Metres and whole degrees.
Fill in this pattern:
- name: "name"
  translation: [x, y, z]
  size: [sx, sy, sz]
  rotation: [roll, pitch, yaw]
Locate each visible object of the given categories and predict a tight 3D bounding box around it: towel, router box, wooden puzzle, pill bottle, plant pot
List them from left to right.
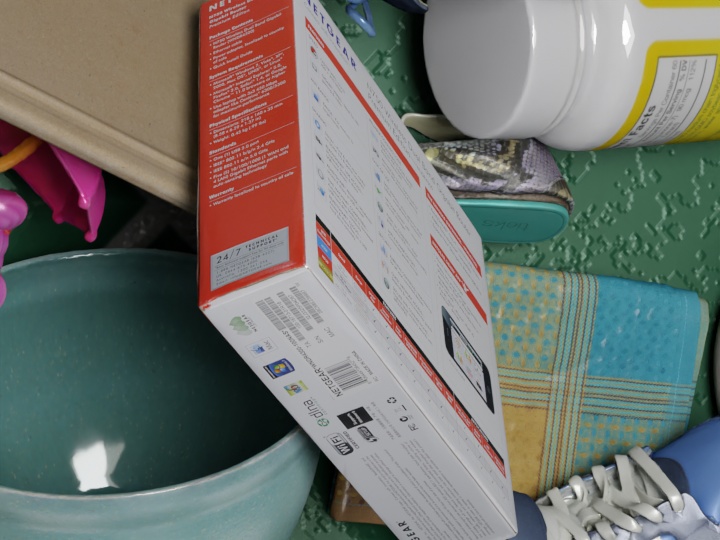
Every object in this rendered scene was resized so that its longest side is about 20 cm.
- name: "wooden puzzle"
  translation: [-0.124, -0.116, 0.834]
  size: [0.199, 0.037, 0.186]
  rotation: [31, 39, -36]
- name: "plant pot"
  translation: [-0.112, 0.097, 0.888]
  size: [0.199, 0.200, 0.135]
  rotation: [-11, 122, -21]
- name: "router box"
  translation: [0.000, 0.000, 0.852]
  size: [0.048, 0.181, 0.200]
  rotation: [-21, 134, 18]
- name: "towel"
  translation: [0.086, 0.070, 1.036]
  size: [0.198, 0.022, 0.148]
  rotation: [8, 95, -21]
- name: "pill bottle"
  translation: [0.139, -0.120, 0.999]
  size: [0.198, 0.114, 0.116]
  rotation: [-6, 93, -31]

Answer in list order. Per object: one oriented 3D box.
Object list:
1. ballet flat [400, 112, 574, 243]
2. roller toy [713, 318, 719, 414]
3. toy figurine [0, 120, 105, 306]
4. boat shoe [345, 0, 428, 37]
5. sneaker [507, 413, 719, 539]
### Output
- name: "ballet flat"
  translation: [0.012, -0.048, 0.997]
  size: [0.198, 0.072, 0.073]
  rotation: [-1, 91, -22]
- name: "roller toy"
  translation: [0.296, 0.053, 1.065]
  size: [0.198, 0.140, 0.184]
  rotation: [2, 89, -21]
- name: "toy figurine"
  translation: [-0.197, -0.022, 0.826]
  size: [0.183, 0.150, 0.202]
  rotation: [-1, 119, -36]
- name: "boat shoe"
  translation: [0.023, -0.141, 0.882]
  size: [0.198, 0.085, 0.069]
  rotation: [2, 132, 9]
- name: "sneaker"
  translation: [0.106, 0.130, 0.993]
  size: [0.146, 0.081, 0.200]
  rotation: [33, 102, -30]
